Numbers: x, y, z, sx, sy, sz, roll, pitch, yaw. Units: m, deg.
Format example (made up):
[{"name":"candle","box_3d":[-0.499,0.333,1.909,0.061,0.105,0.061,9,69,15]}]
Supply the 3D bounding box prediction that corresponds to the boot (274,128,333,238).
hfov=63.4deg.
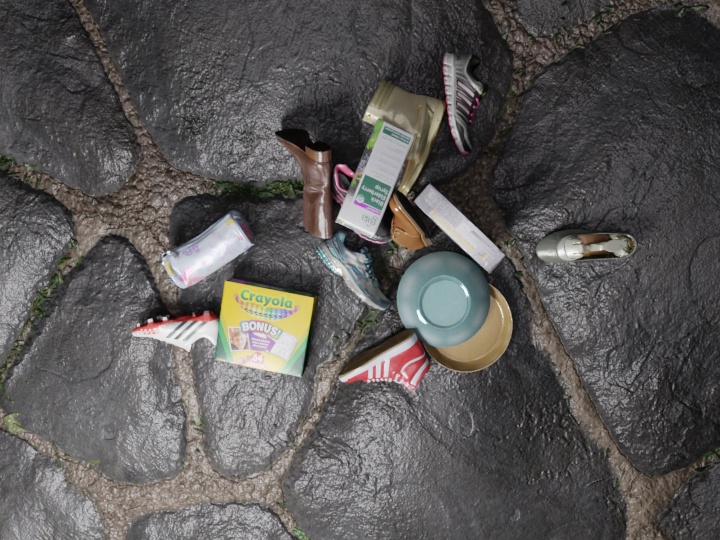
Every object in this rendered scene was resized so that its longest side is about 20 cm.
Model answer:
[{"name":"boot","box_3d":[-0.116,-0.178,1.213,0.063,0.186,0.203,-21,128,-27]}]

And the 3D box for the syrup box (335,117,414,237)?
[{"name":"syrup box","box_3d":[0.026,-0.171,1.104,0.077,0.081,0.203,23,87,-5]}]

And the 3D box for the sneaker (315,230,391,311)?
[{"name":"sneaker","box_3d":[0.000,0.000,1.224,0.200,0.078,0.086,44,95,-2]}]

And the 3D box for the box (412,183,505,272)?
[{"name":"box","box_3d":[0.189,-0.087,1.156,0.200,0.158,0.048,43,99,-3]}]

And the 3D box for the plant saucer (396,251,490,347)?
[{"name":"plant saucer","box_3d":[0.173,0.064,1.210,0.196,0.039,0.206,0,97,4]}]

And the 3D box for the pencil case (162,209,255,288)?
[{"name":"pencil case","box_3d":[-0.321,-0.047,1.236,0.198,0.084,0.091,-30,117,7]}]

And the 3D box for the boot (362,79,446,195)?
[{"name":"boot","box_3d":[0.072,-0.270,1.183,0.153,0.073,0.204,21,97,1]}]

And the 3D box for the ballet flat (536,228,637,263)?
[{"name":"ballet flat","box_3d":[0.461,-0.051,1.188,0.195,0.064,0.069,-4,97,5]}]

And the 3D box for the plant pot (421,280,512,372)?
[{"name":"plant pot","box_3d":[0.224,0.115,1.246,0.195,0.027,0.205,1,97,4]}]

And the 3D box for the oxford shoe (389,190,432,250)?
[{"name":"oxford shoe","box_3d":[0.087,-0.087,1.153,0.070,0.200,0.072,-23,61,10]}]

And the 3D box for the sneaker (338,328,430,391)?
[{"name":"sneaker","box_3d":[0.056,0.218,1.251,0.198,0.071,0.113,-30,105,18]}]

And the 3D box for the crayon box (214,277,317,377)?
[{"name":"crayon box","box_3d":[-0.205,0.122,1.263,0.195,0.058,0.177,10,98,3]}]

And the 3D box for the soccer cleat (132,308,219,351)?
[{"name":"soccer cleat","box_3d":[-0.402,0.138,1.277,0.195,0.069,0.087,-9,93,1]}]

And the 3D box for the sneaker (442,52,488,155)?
[{"name":"sneaker","box_3d":[0.215,-0.337,1.163,0.085,0.074,0.205,-7,92,11]}]

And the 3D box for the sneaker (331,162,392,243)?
[{"name":"sneaker","box_3d":[0.002,-0.139,1.189,0.079,0.095,0.200,-44,94,-16]}]
